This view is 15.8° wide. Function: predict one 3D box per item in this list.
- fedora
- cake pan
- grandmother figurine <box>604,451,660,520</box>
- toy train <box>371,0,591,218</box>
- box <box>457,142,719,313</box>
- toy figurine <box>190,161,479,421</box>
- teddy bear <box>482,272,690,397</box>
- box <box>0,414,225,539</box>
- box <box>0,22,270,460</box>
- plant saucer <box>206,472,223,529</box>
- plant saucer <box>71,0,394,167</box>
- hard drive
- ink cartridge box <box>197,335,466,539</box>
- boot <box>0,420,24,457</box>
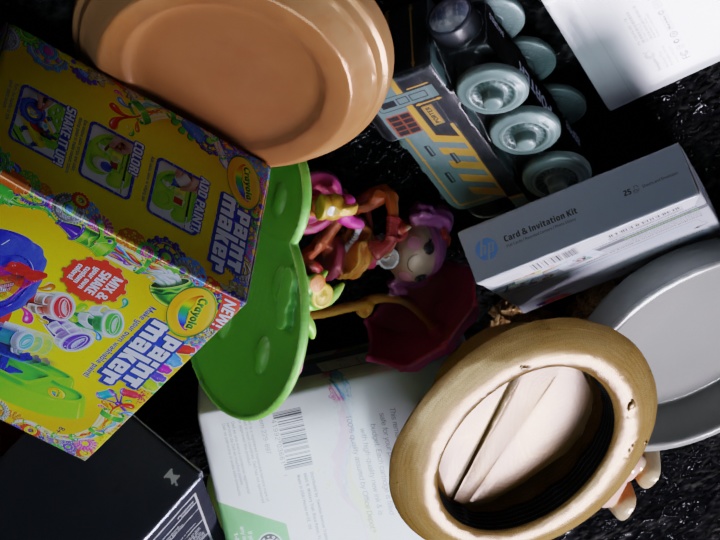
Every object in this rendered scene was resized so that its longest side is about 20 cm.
[{"bbox_3d":[0.102,0.100,1.765,0.200,0.082,0.201,-10,126,-14],"label":"fedora"},{"bbox_3d":[0.238,0.049,1.843,0.200,0.037,0.200,-16,140,-13],"label":"cake pan"},{"bbox_3d":[0.129,0.141,1.988,0.200,0.061,0.121,20,110,-30],"label":"grandmother figurine"},{"bbox_3d":[0.073,-0.103,1.669,0.114,0.085,0.200,-16,144,21],"label":"toy train"},{"bbox_3d":[0.159,-0.025,1.740,0.156,0.041,0.200,-22,168,10],"label":"box"},{"bbox_3d":[0.000,0.000,1.756,0.184,0.150,0.200,-2,116,-35],"label":"toy figurine"},{"bbox_3d":[0.187,0.065,1.904,0.200,0.067,0.145,12,131,-29],"label":"teddy bear"},{"bbox_3d":[-0.206,0.203,1.802,0.200,0.123,0.198,-48,166,-14],"label":"box"},{"bbox_3d":[-0.193,-0.014,1.606,0.192,0.122,0.200,28,134,-20],"label":"box"},{"bbox_3d":[-0.020,0.186,1.974,0.200,0.031,0.200,4,139,3],"label":"plant saucer"},{"bbox_3d":[-0.080,-0.128,1.575,0.200,0.037,0.200,6,140,5],"label":"plant saucer"},{"bbox_3d":[0.225,-0.187,1.651,0.200,0.027,0.132,-24,139,13],"label":"hard drive"},{"bbox_3d":[-0.006,0.134,1.859,0.200,0.088,0.146,-12,105,0],"label":"ink cartridge box"},{"bbox_3d":[-0.271,0.071,1.779,0.107,0.075,0.200,-15,149,-4],"label":"boot"}]
